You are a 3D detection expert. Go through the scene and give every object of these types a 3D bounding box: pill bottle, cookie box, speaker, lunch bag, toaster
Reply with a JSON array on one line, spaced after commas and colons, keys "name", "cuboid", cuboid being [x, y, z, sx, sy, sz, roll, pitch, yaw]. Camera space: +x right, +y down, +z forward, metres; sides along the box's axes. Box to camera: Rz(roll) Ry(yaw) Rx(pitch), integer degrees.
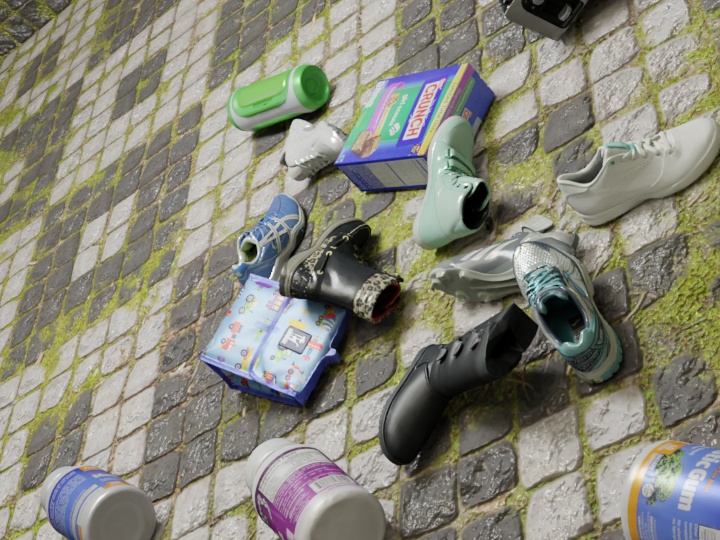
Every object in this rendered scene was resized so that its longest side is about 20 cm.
[{"name": "pill bottle", "cuboid": [-0.063, 0.276, 1.496, 0.112, 0.112, 0.200, -53, 32, -6]}, {"name": "cookie box", "cuboid": [0.079, -0.210, 1.855, 0.200, 0.075, 0.172, -1, 55, 49]}, {"name": "pill bottle", "cuboid": [-0.389, 0.346, 1.815, 0.200, 0.112, 0.112, 10, 65, 53]}, {"name": "speaker", "cuboid": [-0.148, -0.304, 2.213, 0.199, 0.088, 0.089, -11, 48, 44]}, {"name": "pill bottle", "cuboid": [0.334, 0.215, 1.072, 0.200, 0.112, 0.112, 3, 59, 51]}, {"name": "lunch bag", "cuboid": [-0.103, 0.106, 1.762, 0.199, 0.094, 0.151, 13, 65, 41]}, {"name": "toaster", "cuboid": [0.274, -0.453, 1.789, 0.181, 0.118, 0.200, -53, 27, 29]}]

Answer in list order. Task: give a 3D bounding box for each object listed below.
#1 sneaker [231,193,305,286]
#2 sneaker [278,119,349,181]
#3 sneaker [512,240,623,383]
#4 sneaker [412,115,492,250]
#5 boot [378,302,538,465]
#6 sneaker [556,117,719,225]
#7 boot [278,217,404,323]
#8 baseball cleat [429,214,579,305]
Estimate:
[{"name": "sneaker", "cuboid": [-0.144, -0.050, 1.957, 0.076, 0.077, 0.201, -23, 39, 37]}, {"name": "sneaker", "cuboid": [-0.071, -0.186, 2.025, 0.100, 0.078, 0.200, -61, 25, -7]}, {"name": "sneaker", "cuboid": [0.223, 0.029, 1.395, 0.078, 0.086, 0.200, -40, 48, 13]}, {"name": "sneaker", "cuboid": [0.145, -0.127, 1.691, 0.118, 0.074, 0.201, -13, 56, 51]}, {"name": "boot", "cuboid": [0.109, 0.134, 1.432, 0.200, 0.066, 0.165, -27, 36, 56]}, {"name": "sneaker", "cuboid": [0.325, -0.128, 1.468, 0.200, 0.088, 0.075, -32, 35, 25]}, {"name": "boot", "cuboid": [-0.001, 0.002, 1.739, 0.153, 0.074, 0.203, 19, 33, 26]}, {"name": "baseball cleat", "cuboid": [0.183, -0.014, 1.554, 0.199, 0.070, 0.107, -2, 48, 37]}]
